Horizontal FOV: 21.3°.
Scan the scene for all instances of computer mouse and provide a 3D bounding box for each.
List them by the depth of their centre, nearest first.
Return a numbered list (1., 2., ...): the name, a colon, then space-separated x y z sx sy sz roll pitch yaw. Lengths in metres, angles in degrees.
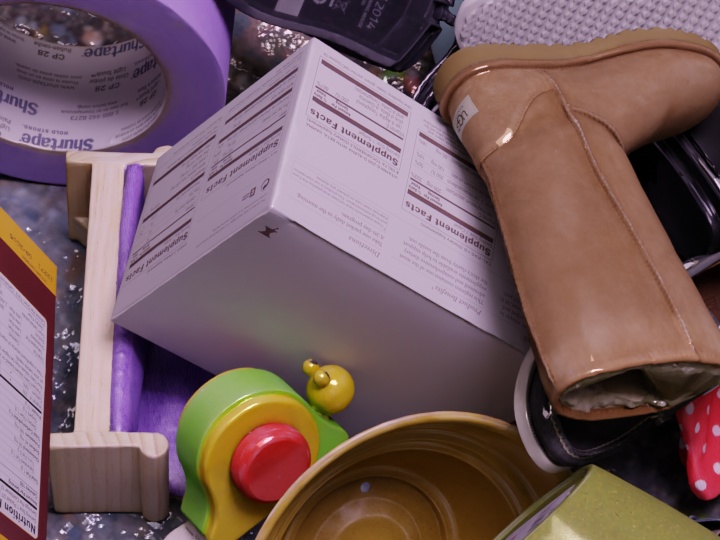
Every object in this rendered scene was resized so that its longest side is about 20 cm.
1. computer mouse: -0.006 -0.162 1.094 0.200 0.053 0.139 26 97 -22

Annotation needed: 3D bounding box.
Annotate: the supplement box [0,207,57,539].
1. supplement box: -0.272 0.071 0.954 0.197 0.133 0.200 -14 56 15

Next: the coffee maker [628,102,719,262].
1. coffee maker: 0.249 -0.088 1.099 0.200 0.192 0.135 -25 44 -21

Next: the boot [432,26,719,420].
1. boot: 0.137 -0.024 0.946 0.175 0.066 0.200 -8 54 -20

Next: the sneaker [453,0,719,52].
1. sneaker: 0.157 -0.161 1.082 0.200 0.073 0.114 -4 36 16

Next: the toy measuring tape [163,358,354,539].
1. toy measuring tape: -0.087 0.108 0.959 0.200 0.074 0.074 -38 67 -10

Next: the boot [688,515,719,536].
1. boot: 0.156 0.148 1.005 0.200 0.097 0.075 23 48 9

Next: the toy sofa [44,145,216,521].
1. toy sofa: -0.120 0.033 1.065 0.098 0.083 0.200 1 57 -4

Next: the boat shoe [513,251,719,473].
1. boat shoe: 0.149 0.038 0.962 0.200 0.068 0.072 -29 96 -43

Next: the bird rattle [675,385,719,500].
1. bird rattle: 0.274 0.083 1.068 0.200 0.113 0.163 -31 81 -20

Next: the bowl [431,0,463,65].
1. bowl: 0.149 -0.168 1.175 0.201 0.105 0.201 3 66 -8

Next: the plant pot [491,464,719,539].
1. plant pot: 0.141 0.194 0.893 0.187 0.187 0.200 -39 87 -26

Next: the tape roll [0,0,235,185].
1. tape roll: -0.173 -0.141 1.102 0.200 0.200 0.085 4 56 -3

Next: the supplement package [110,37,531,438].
1. supplement package: 0.000 0.000 1.010 0.200 0.156 0.111 30 52 -24

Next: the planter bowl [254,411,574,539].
1. planter bowl: 0.017 0.158 0.972 0.200 0.200 0.083 -20 18 -18
